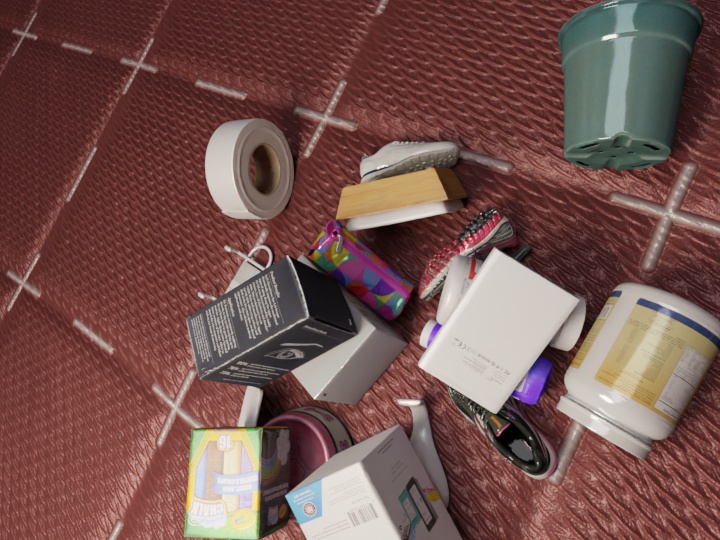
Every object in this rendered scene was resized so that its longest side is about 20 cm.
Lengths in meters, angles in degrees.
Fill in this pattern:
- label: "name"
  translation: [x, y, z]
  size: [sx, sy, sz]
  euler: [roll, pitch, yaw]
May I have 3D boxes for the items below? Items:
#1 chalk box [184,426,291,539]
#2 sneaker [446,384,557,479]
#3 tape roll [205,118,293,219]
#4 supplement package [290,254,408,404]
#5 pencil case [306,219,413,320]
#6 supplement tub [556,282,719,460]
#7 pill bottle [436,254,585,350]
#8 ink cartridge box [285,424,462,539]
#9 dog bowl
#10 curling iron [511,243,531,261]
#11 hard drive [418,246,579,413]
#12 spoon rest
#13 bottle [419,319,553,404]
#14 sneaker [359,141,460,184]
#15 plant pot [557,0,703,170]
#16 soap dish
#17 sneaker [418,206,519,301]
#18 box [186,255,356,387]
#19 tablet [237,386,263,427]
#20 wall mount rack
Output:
- label: "chalk box"
  translation: [-0.190, 0.351, 0.829]
  size: [0.123, 0.124, 0.201]
  euler: [-3, 74, 13]
- label: "sneaker"
  translation: [0.209, 0.222, 0.788]
  size: [0.200, 0.086, 0.080]
  euler: [40, 92, 31]
- label: "tape roll"
  translation: [-0.220, -0.203, 1.069]
  size: [0.071, 0.202, 0.203]
  euler: [4, 76, 27]
- label: "supplement package"
  translation: [-0.055, 0.106, 0.918]
  size: [0.152, 0.151, 0.200]
  euler: [-50, 60, 4]
- label: "pencil case"
  translation: [0.000, 0.000, 0.904]
  size: [0.200, 0.088, 0.088]
  euler: [39, 95, -14]
- label: "supplement tub"
  translation: [0.368, 0.132, 0.704]
  size: [0.144, 0.144, 0.200]
  euler: [30, 89, 30]
- label: "pill bottle"
  translation: [0.224, 0.054, 0.795]
  size: [0.200, 0.112, 0.113]
  euler: [15, 81, 7]
- label: "ink cartridge box"
  translation: [0.024, 0.363, 0.759]
  size: [0.147, 0.146, 0.200]
  euler: [-33, 81, 26]
- label: "dog bowl"
  translation: [-0.111, 0.339, 0.918]
  size: [0.200, 0.074, 0.201]
  euler: [-8, 71, 24]
- label: "curling iron"
  translation: [0.217, 0.037, 0.878]
  size: [0.050, 0.026, 0.200]
  euler: [40, 93, 23]
- label: "hard drive"
  translation: [0.189, 0.086, 0.736]
  size: [0.132, 0.027, 0.200]
  euler: [32, 105, 3]
- label: "spoon rest"
  translation: [0.093, 0.305, 0.846]
  size: [0.099, 0.061, 0.201]
  euler: [-3, 86, 27]
- label: "bottle"
  translation: [0.191, 0.135, 0.818]
  size: [0.200, 0.083, 0.065]
  euler: [23, 112, 26]
- label: "sneaker"
  translation: [0.088, -0.215, 0.996]
  size: [0.200, 0.076, 0.081]
  euler: [-12, 60, 21]
- label: "plant pot"
  translation: [0.395, -0.267, 0.798]
  size: [0.200, 0.200, 0.197]
  euler: [6, 84, 28]
- label: "soap dish"
  translation: [0.074, -0.127, 0.922]
  size: [0.200, 0.157, 0.081]
  euler: [-8, 96, 24]
- label: "sneaker"
  translation: [0.177, -0.013, 0.888]
  size: [0.075, 0.081, 0.200]
  euler: [42, 111, -13]
- label: "box"
  translation: [-0.131, 0.085, 0.791]
  size: [0.200, 0.148, 0.104]
  euler: [-30, 63, 15]
- label: "tablet"
  translation: [-0.218, 0.315, 0.968]
  size: [0.130, 0.014, 0.200]
  euler: [160, 123, -67]
- label: "wall mount rack"
  translation: [-0.240, 0.040, 1.075]
  size: [0.174, 0.075, 0.200]
  euler: [30, 89, 30]
